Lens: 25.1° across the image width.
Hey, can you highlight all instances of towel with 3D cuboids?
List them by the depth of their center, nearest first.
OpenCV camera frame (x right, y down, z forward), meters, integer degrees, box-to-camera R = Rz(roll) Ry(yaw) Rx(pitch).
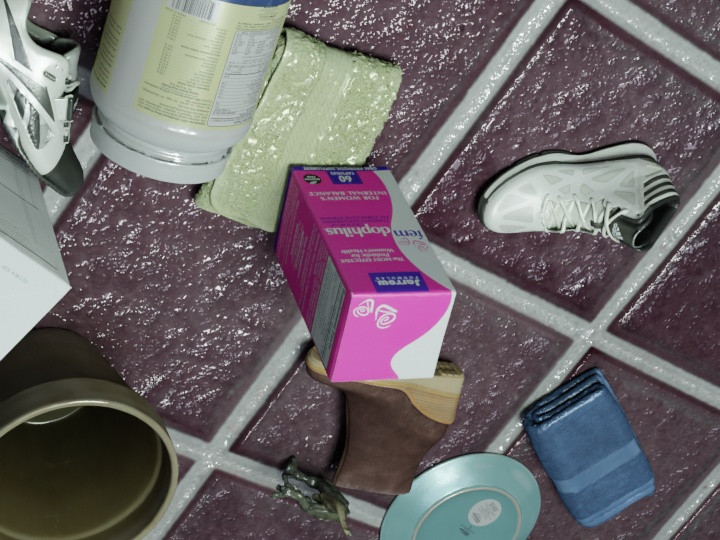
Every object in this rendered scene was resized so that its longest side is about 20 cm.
[{"bbox_3d":[-0.055,-0.121,1.507,0.148,0.037,0.201,14,117,-30],"label":"towel"},{"bbox_3d":[0.262,0.206,1.848,0.111,0.049,0.200,-30,129,1],"label":"towel"}]

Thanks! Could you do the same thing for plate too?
[{"bbox_3d":[0.119,0.296,1.869,0.199,0.026,0.201,-10,125,-14],"label":"plate"}]

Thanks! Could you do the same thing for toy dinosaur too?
[{"bbox_3d":[-0.046,0.240,1.708,0.088,0.200,0.048,32,85,0],"label":"toy dinosaur"}]

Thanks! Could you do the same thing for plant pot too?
[{"bbox_3d":[-0.285,0.151,1.518,0.199,0.174,0.201,-10,125,-15],"label":"plant pot"}]

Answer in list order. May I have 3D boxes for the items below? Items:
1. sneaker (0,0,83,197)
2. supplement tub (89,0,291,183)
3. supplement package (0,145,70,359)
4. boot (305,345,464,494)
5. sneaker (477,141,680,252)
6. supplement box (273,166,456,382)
[{"bbox_3d":[-0.268,-0.151,1.379,0.088,0.074,0.200,-25,129,0],"label":"sneaker"},{"bbox_3d":[-0.144,-0.189,1.355,0.144,0.145,0.201,7,120,-25],"label":"supplement tub"},{"bbox_3d":[-0.333,-0.030,1.357,0.110,0.200,0.114,-44,126,11],"label":"supplement package"},{"bbox_3d":[0.006,0.163,1.702,0.199,0.072,0.167,12,116,-32],"label":"boot"},{"bbox_3d":[0.223,-0.064,1.603,0.199,0.116,0.076,-15,127,-10],"label":"sneaker"},{"bbox_3d":[0.000,0.000,1.465,0.101,0.200,0.104,-1,128,-21],"label":"supplement box"}]
